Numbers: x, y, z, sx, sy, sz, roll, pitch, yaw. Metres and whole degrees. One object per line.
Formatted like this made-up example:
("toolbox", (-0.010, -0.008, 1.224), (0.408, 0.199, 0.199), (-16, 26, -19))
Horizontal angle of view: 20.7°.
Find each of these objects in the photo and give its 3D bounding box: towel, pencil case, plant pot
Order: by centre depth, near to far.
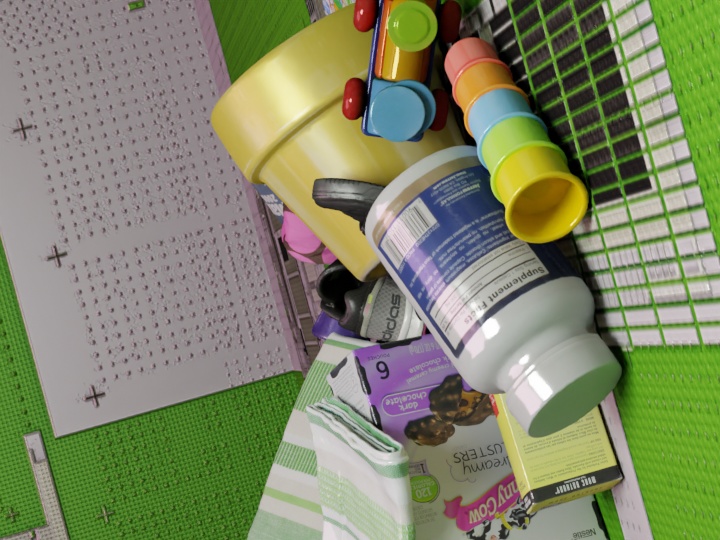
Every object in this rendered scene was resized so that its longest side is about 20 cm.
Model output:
("towel", (0.001, 0.213, 1.546), (0.149, 0.031, 0.201), (-150, 53, -61))
("plant pot", (0.004, -0.102, 1.670), (0.189, 0.200, 0.201), (58, 169, 7))
("towel", (-0.018, 0.157, 1.702), (0.152, 0.023, 0.201), (10, 78, 51))
("pencil case", (-0.040, -0.108, 1.880), (0.094, 0.090, 0.201), (-111, 17, -51))

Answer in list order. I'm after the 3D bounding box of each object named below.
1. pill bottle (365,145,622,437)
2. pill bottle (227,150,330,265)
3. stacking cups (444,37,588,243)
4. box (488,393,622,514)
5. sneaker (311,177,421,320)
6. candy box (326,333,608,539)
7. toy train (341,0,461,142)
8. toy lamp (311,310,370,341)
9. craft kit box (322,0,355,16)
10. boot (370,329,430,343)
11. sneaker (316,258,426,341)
("pill bottle", (0.098, 0.017, 1.413), (0.200, 0.111, 0.111), (55, 164, 24))
("pill bottle", (-0.034, -0.084, 2.020), (0.200, 0.119, 0.120), (53, 179, -19))
("stacking cups", (0.108, -0.104, 1.412), (0.200, 0.060, 0.061), (-108, 7, -48))
("box", (0.131, 0.077, 1.495), (0.050, 0.075, 0.201), (105, 147, -75))
("sneaker", (0.052, -0.008, 1.563), (0.060, 0.199, 0.105), (-125, 45, -86))
("candy box", (0.085, 0.151, 1.577), (0.072, 0.167, 0.201), (-49, 56, 60))
("toy train", (0.038, -0.197, 1.509), (0.116, 0.084, 0.201), (-94, 12, -80))
("toy lamp", (-0.033, 0.116, 1.824), (0.058, 0.058, 0.201), (-155, 79, -79))
("craft kit box", (0.007, -0.221, 1.900), (0.198, 0.048, 0.201), (-132, 27, -67))
("boot", (0.024, 0.031, 1.895), (0.163, 0.073, 0.199), (-99, 27, -42))
("sneaker", (0.000, 0.000, 1.762), (0.200, 0.087, 0.074), (-112, 36, -57))
